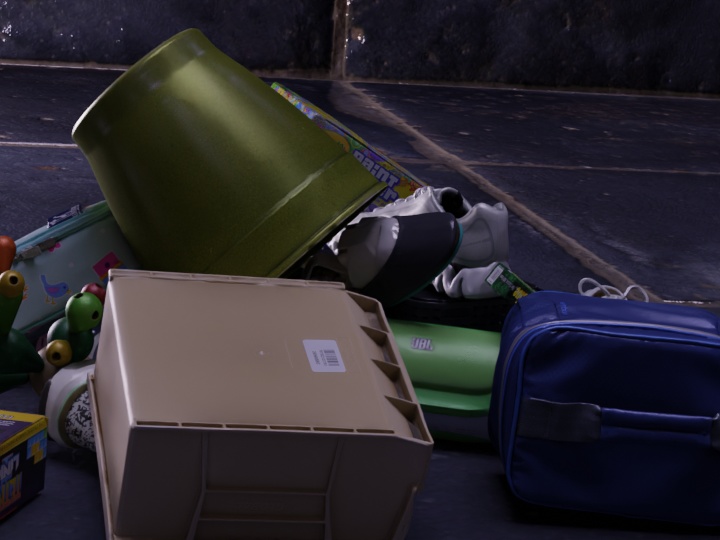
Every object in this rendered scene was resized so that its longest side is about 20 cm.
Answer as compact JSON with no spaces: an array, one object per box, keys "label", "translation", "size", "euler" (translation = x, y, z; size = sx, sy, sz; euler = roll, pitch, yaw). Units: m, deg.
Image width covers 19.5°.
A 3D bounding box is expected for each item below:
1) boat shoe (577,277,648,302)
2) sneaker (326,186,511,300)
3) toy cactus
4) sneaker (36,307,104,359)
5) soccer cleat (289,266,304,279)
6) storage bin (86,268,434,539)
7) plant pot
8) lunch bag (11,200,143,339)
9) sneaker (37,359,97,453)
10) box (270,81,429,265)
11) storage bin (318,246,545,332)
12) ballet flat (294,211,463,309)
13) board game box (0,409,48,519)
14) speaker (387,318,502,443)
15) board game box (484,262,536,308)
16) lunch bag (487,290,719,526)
[{"label":"boat shoe","translation":[0.207,0.046,1.777],"size":[0.074,0.086,0.202],"euler":[35,14,6]},{"label":"sneaker","translation":[0.049,-0.033,1.699],"size":[0.075,0.082,0.199],"euler":[-10,18,-44]},{"label":"toy cactus","translation":[-0.250,0.059,1.540],"size":[0.199,0.103,0.165],"euler":[-31,-35,24]},{"label":"sneaker","translation":[-0.181,0.048,1.704],"size":[0.081,0.071,0.199],"euler":[10,11,30]},{"label":"soccer cleat","translation":[-0.092,0.013,1.880],"size":[0.080,0.068,0.200],"euler":[19,14,6]},{"label":"storage bin","translation":[-0.071,0.091,1.372],"size":[0.196,0.095,0.200],"euler":[4,27,-14]},{"label":"plant pot","translation":[-0.115,-0.073,1.605],"size":[0.193,0.200,0.200],"euler":[50,17,0]},{"label":"lunch bag","translation":[-0.244,0.003,1.708],"size":[0.159,0.078,0.200],"euler":[-24,-1,3]},{"label":"sneaker","translation":[-0.127,0.106,1.498],"size":[0.199,0.078,0.089],"euler":[-10,31,-33]},{"label":"box","translation":[-0.014,-0.059,1.934],"size":[0.199,0.123,0.193],"euler":[33,3,-18]},{"label":"storage bin","translation":[0.050,0.044,1.751],"size":[0.134,0.095,0.200],"euler":[-3,14,-31]},{"label":"ballet flat","translation":[0.000,0.000,1.629],"size":[0.073,0.074,0.200],"euler":[-4,-18,-35]},{"label":"board game box","translation":[-0.323,0.125,1.339],"size":[0.198,0.057,0.165],"euler":[7,11,14]},{"label":"speaker","translation":[0.049,0.082,1.598],"size":[0.198,0.089,0.088],"euler":[7,13,11]},{"label":"board game box","translation":[0.185,0.071,1.592],"size":[0.199,0.024,0.105],"euler":[38,6,-16]},{"label":"lunch bag","translation":[0.191,0.099,1.449],"size":[0.198,0.137,0.132],"euler":[5,13,-3]}]
